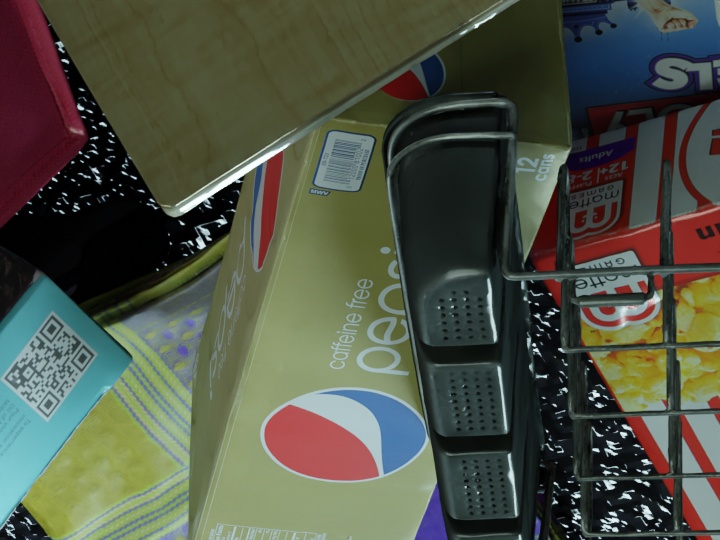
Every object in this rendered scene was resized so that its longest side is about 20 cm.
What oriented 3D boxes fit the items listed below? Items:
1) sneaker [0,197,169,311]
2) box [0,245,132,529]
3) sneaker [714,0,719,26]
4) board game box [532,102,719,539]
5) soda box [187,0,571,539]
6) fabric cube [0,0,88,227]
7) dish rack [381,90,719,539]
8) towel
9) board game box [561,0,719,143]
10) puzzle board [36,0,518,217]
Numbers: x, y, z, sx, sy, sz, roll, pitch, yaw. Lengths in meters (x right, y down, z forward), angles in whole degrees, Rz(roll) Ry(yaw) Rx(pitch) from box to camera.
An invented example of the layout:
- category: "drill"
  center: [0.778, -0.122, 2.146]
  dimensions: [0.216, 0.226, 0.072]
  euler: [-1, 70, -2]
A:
- category: "sneaker"
  center: [-0.155, 0.006, 0.960]
  dimensions: [0.200, 0.074, 0.088]
  euler: [-27, 94, 30]
- category: "box"
  center: [-0.163, 0.010, 0.896]
  dimensions: [0.200, 0.082, 0.049]
  euler: [27, 165, 42]
- category: "sneaker"
  center: [0.166, -0.110, 0.696]
  dimensions: [0.200, 0.077, 0.082]
  euler: [-22, 109, -13]
- category: "board game box"
  center: [0.156, 0.032, 0.806]
  dimensions: [0.151, 0.046, 0.200]
  euler: [-16, 128, 23]
- category: "soda box"
  center: [0.000, 0.000, 0.793]
  dimensions: [0.064, 0.068, 0.200]
  euler: [7, 143, -10]
- category: "fabric cube"
  center: [-0.230, -0.075, 0.807]
  dimensions: [0.199, 0.196, 0.200]
  euler: [18, 139, 36]
- category: "dish rack"
  center: [0.108, 0.024, 0.716]
  dimensions: [0.200, 0.055, 0.153]
  euler: [-1, 144, 7]
- category: "towel"
  center: [-0.023, 0.072, 0.926]
  dimensions: [0.144, 0.023, 0.200]
  euler: [-26, 120, 10]
- category: "board game box"
  center: [0.047, -0.082, 0.790]
  dimensions: [0.200, 0.062, 0.200]
  euler: [-5, 143, 8]
- category: "puzzle board"
  center: [-0.031, -0.134, 0.700]
  dimensions: [0.151, 0.017, 0.200]
  euler: [-32, 79, 2]
